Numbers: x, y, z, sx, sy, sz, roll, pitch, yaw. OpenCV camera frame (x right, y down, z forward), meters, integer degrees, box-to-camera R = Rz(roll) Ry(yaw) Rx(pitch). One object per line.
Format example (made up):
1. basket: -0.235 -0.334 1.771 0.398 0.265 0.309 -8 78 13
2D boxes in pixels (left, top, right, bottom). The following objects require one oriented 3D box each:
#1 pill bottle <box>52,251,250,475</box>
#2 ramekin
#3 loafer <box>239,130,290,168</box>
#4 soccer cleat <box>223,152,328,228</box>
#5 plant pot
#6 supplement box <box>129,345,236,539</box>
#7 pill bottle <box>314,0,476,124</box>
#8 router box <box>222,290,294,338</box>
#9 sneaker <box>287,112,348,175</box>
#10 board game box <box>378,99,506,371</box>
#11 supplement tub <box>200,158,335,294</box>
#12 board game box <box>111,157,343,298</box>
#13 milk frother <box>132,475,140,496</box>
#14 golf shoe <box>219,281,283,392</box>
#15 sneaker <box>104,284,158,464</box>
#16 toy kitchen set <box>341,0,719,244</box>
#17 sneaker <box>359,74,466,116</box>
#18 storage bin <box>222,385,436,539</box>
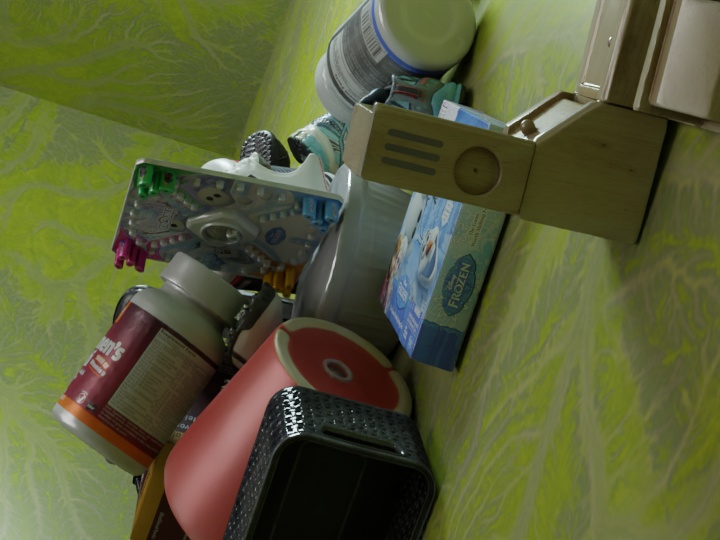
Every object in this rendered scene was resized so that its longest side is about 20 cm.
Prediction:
1. pill bottle: -0.200 0.089 1.356 0.201 0.109 0.110 -55 8 -10
2. ramekin: 0.000 0.000 1.406 0.202 0.093 0.205 -164 90 -79
3. loafer: -0.103 -0.069 1.699 0.072 0.071 0.203 -10 71 35
4. soccer cleat: -0.127 -0.077 1.423 0.069 0.197 0.086 37 -127 -70
5. plant pot: -0.056 0.154 1.253 0.178 0.199 0.201 -58 16 25
6. supplement box: -0.129 0.199 1.502 0.201 0.195 0.134 -94 24 -60
7. pill bottle: 0.030 -0.231 1.475 0.200 0.113 0.115 -32 42 62
8. router box: -0.107 0.055 1.587 0.179 0.198 0.049 -169 89 -79
9. sneaker: -0.029 -0.133 1.705 0.086 0.078 0.200 -41 -13 -10
10. board game box: 0.076 -0.038 1.203 0.200 0.043 0.201 -122 50 -76
11. supplement tub: -0.089 -0.045 1.560 0.140 0.198 0.142 -11 76 55
12. board game box: -0.136 -0.036 1.370 0.200 0.198 0.026 125 151 -61
13. milk frother: -0.175 0.226 1.727 0.200 0.186 0.182 123 161 -58
14. golf shoe: -0.086 0.091 1.365 0.077 0.087 0.201 -55 -16 -39
15. sneaker: -0.238 0.116 1.478 0.089 0.073 0.202 -97 17 -64
16. toy kitchen set: 0.108 -0.128 0.790 0.163 0.178 0.202 -127 50 -76
17. sneaker: 0.040 -0.157 1.428 0.200 0.094 0.080 136 149 -70
18. storage bin: -0.033 0.212 1.135 0.094 0.134 0.202 -108 36 -69
